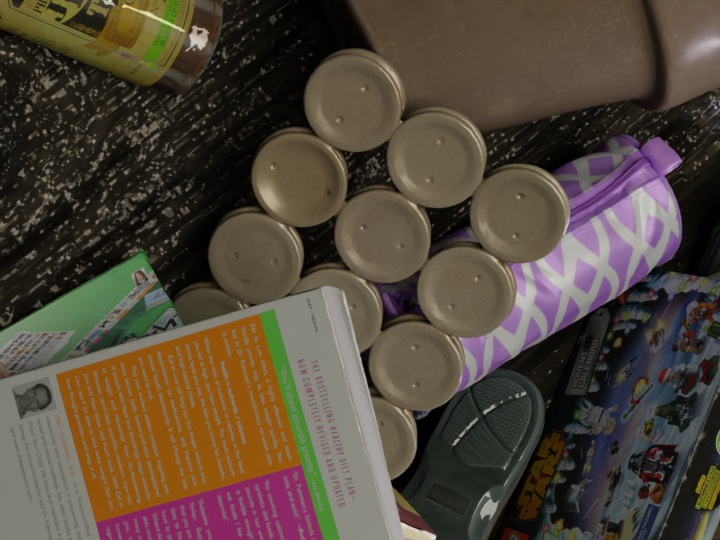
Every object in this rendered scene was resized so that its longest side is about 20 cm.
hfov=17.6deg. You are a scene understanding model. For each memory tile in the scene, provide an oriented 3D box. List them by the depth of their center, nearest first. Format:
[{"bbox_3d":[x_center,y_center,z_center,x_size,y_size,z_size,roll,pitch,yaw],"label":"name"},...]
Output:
[{"bbox_3d":[0.000,0.000,1.179,0.153,0.017,0.200,32,114,-3],"label":"memory tile"}]

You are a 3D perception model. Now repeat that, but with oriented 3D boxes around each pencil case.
[{"bbox_3d":[0.084,-0.002,1.270,0.199,0.084,0.086,-31,149,-25],"label":"pencil case"}]

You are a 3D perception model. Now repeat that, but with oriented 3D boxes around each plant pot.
[{"bbox_3d":[0.074,-0.150,1.204,0.174,0.200,0.201,-26,108,-7],"label":"plant pot"}]

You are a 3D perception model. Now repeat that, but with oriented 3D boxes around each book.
[{"bbox_3d":[-0.089,0.098,1.088,0.199,0.048,0.134,-15,85,11],"label":"book"}]

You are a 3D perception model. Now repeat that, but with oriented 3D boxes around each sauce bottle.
[{"bbox_3d":[-0.163,-0.145,1.128,0.199,0.065,0.065,19,86,-30],"label":"sauce bottle"}]

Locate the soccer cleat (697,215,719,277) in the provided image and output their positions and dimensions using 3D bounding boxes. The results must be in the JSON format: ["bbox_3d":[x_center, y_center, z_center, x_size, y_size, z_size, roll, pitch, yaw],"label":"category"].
[{"bbox_3d":[0.284,0.009,1.410,0.199,0.065,0.084,24,113,-33],"label":"soccer cleat"}]

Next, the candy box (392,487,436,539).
[{"bbox_3d":[-0.065,0.182,1.168,0.116,0.056,0.200,29,101,-45],"label":"candy box"}]

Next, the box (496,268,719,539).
[{"bbox_3d":[0.153,0.098,1.292,0.040,0.137,0.201,26,82,-29],"label":"box"}]

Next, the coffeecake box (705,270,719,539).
[{"bbox_3d":[0.234,0.091,1.286,0.073,0.153,0.201,24,57,-27],"label":"coffeecake box"}]

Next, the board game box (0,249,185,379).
[{"bbox_3d":[-0.159,0.096,1.152,0.199,0.029,0.135,-30,89,-21],"label":"board game box"}]

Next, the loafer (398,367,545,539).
[{"bbox_3d":[0.040,0.148,1.277,0.200,0.072,0.063,-53,158,-13],"label":"loafer"}]
